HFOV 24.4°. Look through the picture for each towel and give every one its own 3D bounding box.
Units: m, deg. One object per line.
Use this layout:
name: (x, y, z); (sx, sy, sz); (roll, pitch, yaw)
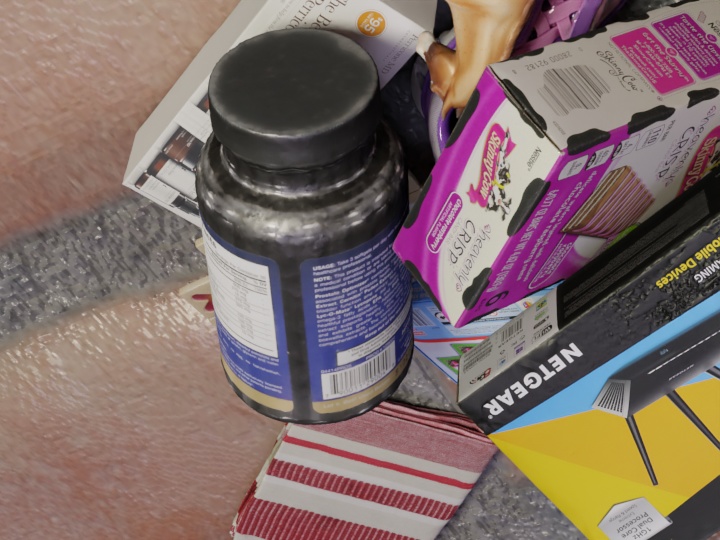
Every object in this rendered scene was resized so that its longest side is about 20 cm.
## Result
towel: (-0.001, 0.155, 1.184); (0.143, 0.023, 0.201); (16, 136, -12)

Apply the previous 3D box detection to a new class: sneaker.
sneaker: (0.090, -0.119, 0.854); (0.080, 0.089, 0.201); (22, 132, -13)

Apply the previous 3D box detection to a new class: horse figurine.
horse figurine: (0.080, -0.176, 0.781); (0.199, 0.050, 0.133); (-32, 79, 29)

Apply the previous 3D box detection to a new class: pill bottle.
pill bottle: (-0.028, -0.021, 0.876); (0.111, 0.112, 0.201); (2, 135, 5)

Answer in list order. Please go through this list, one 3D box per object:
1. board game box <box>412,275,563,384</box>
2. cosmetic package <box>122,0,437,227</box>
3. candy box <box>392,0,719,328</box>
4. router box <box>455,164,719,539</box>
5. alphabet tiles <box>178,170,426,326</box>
board game box: (0.121, 0.051, 1.005); (0.150, 0.037, 0.200); (-7, 145, 37)
cosmetic package: (-0.047, -0.100, 0.916); (0.082, 0.051, 0.200); (27, 132, -20)
candy box: (0.126, -0.061, 0.837); (0.199, 0.061, 0.137); (-23, 154, -35)
router box: (0.170, 0.050, 0.843); (0.200, 0.051, 0.149); (-38, 109, 22)
alphabet tiles: (0.000, 0.000, 1.002); (0.199, 0.006, 0.166); (-23, 141, 18)
